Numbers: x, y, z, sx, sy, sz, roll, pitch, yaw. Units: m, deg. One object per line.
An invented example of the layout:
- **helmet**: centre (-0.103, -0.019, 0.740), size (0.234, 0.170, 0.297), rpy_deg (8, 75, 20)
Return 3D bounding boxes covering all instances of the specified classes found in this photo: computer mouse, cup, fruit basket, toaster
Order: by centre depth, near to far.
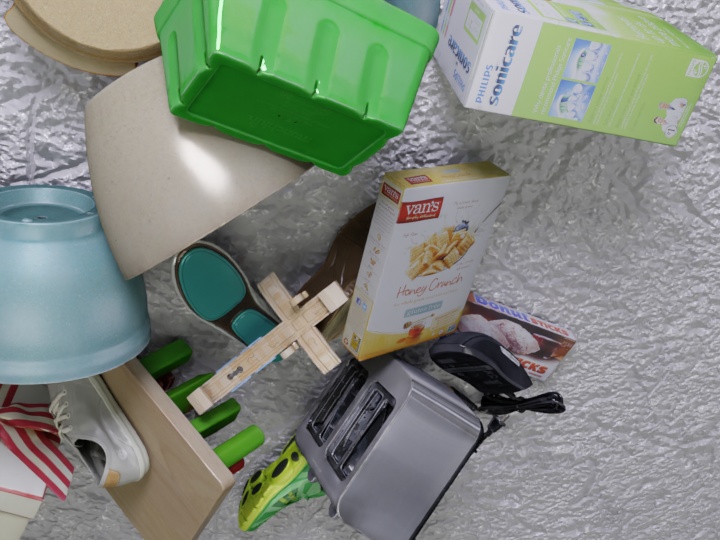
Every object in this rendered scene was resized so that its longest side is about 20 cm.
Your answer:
- **fruit basket**: centre (-0.044, -0.205, 0.606), size (0.215, 0.216, 0.155), rpy_deg (28, 149, -23)
- **cup**: centre (-0.158, -0.105, 0.677), size (0.200, 0.200, 0.144), rpy_deg (-28, 101, 11)
- **toaster**: centre (0.032, 0.187, 0.865), size (0.119, 0.181, 0.200), rpy_deg (35, 90, -24)
- **computer mouse**: centre (0.140, 0.119, 0.915), size (0.200, 0.046, 0.140), rpy_deg (32, 150, -30)

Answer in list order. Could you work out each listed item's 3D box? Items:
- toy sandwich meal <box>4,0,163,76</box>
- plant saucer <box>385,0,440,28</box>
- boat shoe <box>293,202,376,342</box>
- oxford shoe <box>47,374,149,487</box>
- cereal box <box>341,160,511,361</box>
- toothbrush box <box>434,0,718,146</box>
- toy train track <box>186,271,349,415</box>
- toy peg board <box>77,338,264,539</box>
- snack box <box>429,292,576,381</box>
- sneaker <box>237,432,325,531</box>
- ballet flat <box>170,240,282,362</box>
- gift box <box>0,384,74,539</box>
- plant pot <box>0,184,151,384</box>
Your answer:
- **toy sandwich meal**: centre (-0.203, -0.261, 0.628), size (0.204, 0.070, 0.206), rpy_deg (-3, 119, -6)
- **plant saucer**: centre (-0.023, -0.232, 0.685), size (0.200, 0.039, 0.202), rpy_deg (-4, 124, -6)
- **boat shoe**: centre (0.000, 0.000, 0.832), size (0.200, 0.071, 0.064), rpy_deg (-46, 153, 12)
- **oxford shoe**: centre (-0.304, 0.150, 0.825), size (0.058, 0.200, 0.075), rpy_deg (-25, 159, -43)
- **cereal box**: centre (0.064, -0.010, 0.777), size (0.143, 0.040, 0.201), rpy_deg (-12, 131, -36)
- **toothbrush box**: centre (0.178, -0.190, 0.675), size (0.199, 0.146, 0.086), rpy_deg (7, 123, -11)
- **toy train track**: centre (-0.097, 0.081, 0.774), size (0.200, 0.033, 0.115), rpy_deg (-38, 89, 10)
- **toy peg board**: centre (-0.214, 0.196, 0.873), size (0.200, 0.098, 0.199), rpy_deg (46, 130, 16)
- **snack box**: centre (0.158, 0.074, 0.920), size (0.199, 0.024, 0.072), rpy_deg (20, 120, -20)
- **sneaker**: centre (-0.088, 0.280, 0.993), size (0.083, 0.074, 0.200), rpy_deg (36, 112, -22)
- **ballet flat**: centre (-0.141, 0.029, 0.813), size (0.069, 0.070, 0.200), rpy_deg (-28, 134, 11)
- **gift box**: centre (-0.425, 0.223, 0.840), size (0.184, 0.200, 0.187), rpy_deg (20, 117, -25)
- **plant pot**: centre (-0.298, -0.002, 0.717), size (0.199, 0.200, 0.135), rpy_deg (3, 111, -10)
